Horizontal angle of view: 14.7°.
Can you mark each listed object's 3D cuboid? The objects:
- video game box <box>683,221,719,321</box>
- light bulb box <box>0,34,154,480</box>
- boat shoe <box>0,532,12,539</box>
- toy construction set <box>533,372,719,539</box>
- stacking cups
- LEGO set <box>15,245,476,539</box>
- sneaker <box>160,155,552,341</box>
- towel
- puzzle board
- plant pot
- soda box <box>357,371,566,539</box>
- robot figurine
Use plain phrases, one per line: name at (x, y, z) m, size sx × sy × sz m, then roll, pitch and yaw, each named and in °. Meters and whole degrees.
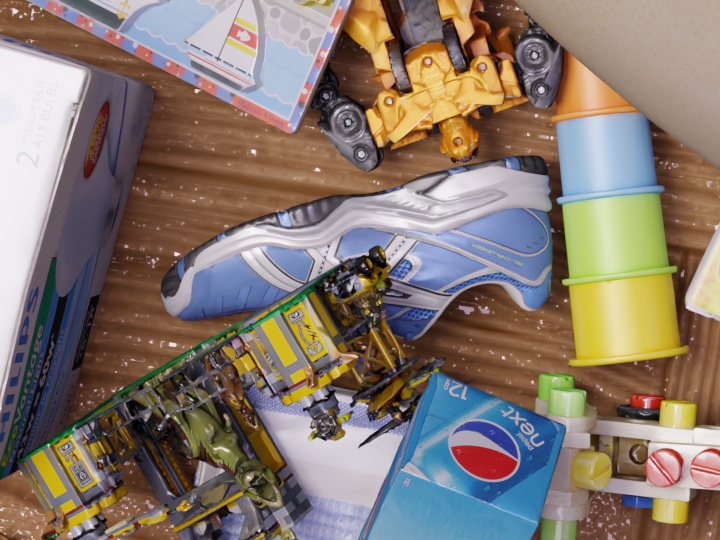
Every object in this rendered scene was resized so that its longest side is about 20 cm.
video game box at (0.280, -0.033, 1.360) m, size 0.181 × 0.047 × 0.201 m, roll 26°, pitch 93°, yaw 0°
light bulb box at (-0.191, -0.014, 1.314) m, size 0.124 × 0.200 × 0.200 m, roll 15°, pitch 93°, yaw 3°
boat shoe at (-0.129, 0.204, 1.367) m, size 0.200 × 0.072 × 0.068 m, roll 36°, pitch 99°, yaw 15°
toy construction set at (0.148, 0.099, 1.325) m, size 0.199 × 0.131 × 0.093 m, roll 20°, pitch 97°, yaw 16°
stacking cups at (0.120, -0.056, 1.361) m, size 0.060 × 0.061 × 0.202 m, roll -6°, pitch 92°, yaw 4°
LEGO set at (-0.048, 0.088, 1.304) m, size 0.199 × 0.154 × 0.116 m, roll -30°, pitch 92°, yaw 13°
sneaker at (0.000, 0.000, 1.364) m, size 0.199 × 0.076 × 0.078 m, roll -13°, pitch 92°, yaw 7°
towel at (-0.020, 0.155, 1.398) m, size 0.146 × 0.024 × 0.202 m, roll 10°, pitch 94°, yaw 1°
puzzle board at (-0.084, -0.175, 1.355) m, size 0.199 × 0.017 × 0.152 m, roll 28°, pitch 99°, yaw 22°
plant pot at (0.142, -0.160, 1.275) m, size 0.199 × 0.187 × 0.188 m, roll 26°, pitch 93°, yaw -10°
soda box at (0.029, 0.142, 1.296) m, size 0.067 × 0.064 × 0.201 m, roll 22°, pitch 136°, yaw 0°
robot figurine at (0.022, -0.149, 1.362) m, size 0.144 × 0.058 × 0.201 m, roll -18°, pitch 90°, yaw 12°
